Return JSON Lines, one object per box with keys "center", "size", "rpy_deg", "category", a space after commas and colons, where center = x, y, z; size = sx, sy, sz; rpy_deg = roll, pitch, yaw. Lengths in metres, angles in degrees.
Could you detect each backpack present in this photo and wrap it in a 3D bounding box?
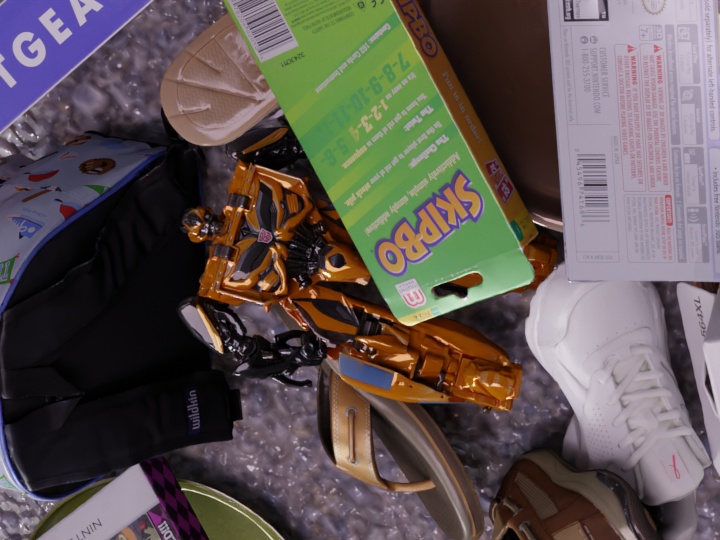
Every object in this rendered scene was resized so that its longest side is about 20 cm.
{"center": [-0.172, 0.027, 1.398], "size": [0.153, 0.190, 0.201], "rpy_deg": [4, 115, 27], "category": "backpack"}

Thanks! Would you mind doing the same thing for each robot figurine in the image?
{"center": [0.000, 0.000, 1.375], "size": [0.199, 0.058, 0.146], "rpy_deg": [17, 83, -8], "category": "robot figurine"}

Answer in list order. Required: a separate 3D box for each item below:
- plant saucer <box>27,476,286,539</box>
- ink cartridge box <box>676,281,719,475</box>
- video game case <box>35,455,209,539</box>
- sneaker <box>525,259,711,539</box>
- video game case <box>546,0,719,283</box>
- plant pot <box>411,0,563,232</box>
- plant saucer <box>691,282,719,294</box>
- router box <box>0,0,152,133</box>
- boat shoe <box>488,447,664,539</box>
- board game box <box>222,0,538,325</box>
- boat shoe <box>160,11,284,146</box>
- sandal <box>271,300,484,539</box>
{"center": [-0.112, 0.208, 1.550], "size": [0.198, 0.031, 0.201], "rpy_deg": [6, 113, 13], "category": "plant saucer"}
{"center": [0.263, 0.057, 1.291], "size": [0.199, 0.125, 0.129], "rpy_deg": [-9, 111, 19], "category": "ink cartridge box"}
{"center": [-0.137, 0.240, 1.490], "size": [0.181, 0.036, 0.201], "rpy_deg": [-37, 75, 25], "category": "video game case"}
{"center": [0.149, 0.073, 1.353], "size": [0.078, 0.099, 0.201], "rpy_deg": [-28, 131, -9], "category": "sneaker"}
{"center": [0.184, -0.092, 1.225], "size": [0.180, 0.045, 0.201], "rpy_deg": [1, 114, 16], "category": "video game case"}
{"center": [0.128, -0.127, 1.302], "size": [0.199, 0.093, 0.202], "rpy_deg": [6, 116, 13], "category": "plant pot"}
{"center": [0.273, -0.011, 1.346], "size": [0.199, 0.032, 0.202], "rpy_deg": [6, 114, 14], "category": "plant saucer"}
{"center": [-0.136, -0.146, 1.318], "size": [0.200, 0.180, 0.049], "rpy_deg": [-37, 99, 27], "category": "router box"}
{"center": [0.099, 0.145, 1.376], "size": [0.074, 0.200, 0.076], "rpy_deg": [-35, 93, -12], "category": "boat shoe"}
{"center": [0.013, -0.072, 1.297], "size": [0.095, 0.030, 0.201], "rpy_deg": [-20, 101, 38], "category": "board game box"}
{"center": [-0.018, -0.138, 1.354], "size": [0.200, 0.065, 0.072], "rpy_deg": [-38, 91, 7], "category": "boat shoe"}
{"center": [-0.006, 0.079, 1.432], "size": [0.054, 0.080, 0.200], "rpy_deg": [-40, 95, -12], "category": "sandal"}
